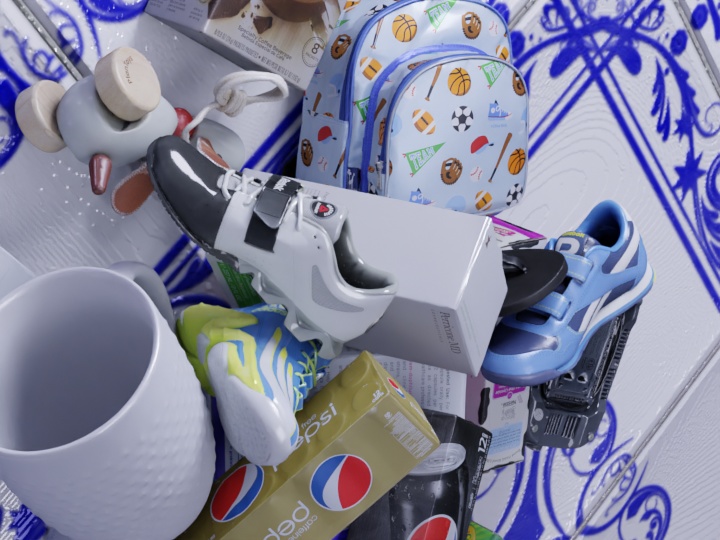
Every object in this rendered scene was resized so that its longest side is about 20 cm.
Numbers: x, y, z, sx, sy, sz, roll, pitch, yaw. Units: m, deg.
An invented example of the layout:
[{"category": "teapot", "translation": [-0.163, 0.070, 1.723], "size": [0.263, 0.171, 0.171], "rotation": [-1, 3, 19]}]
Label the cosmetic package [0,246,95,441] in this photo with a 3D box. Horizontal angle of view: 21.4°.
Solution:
[{"category": "cosmetic package", "translation": [-0.241, 0.065, 1.363], "size": [0.102, 0.074, 0.200], "rotation": [-56, 135, -11]}]

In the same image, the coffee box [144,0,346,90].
[{"category": "coffee box", "translation": [-0.057, -0.250, 1.398], "size": [0.113, 0.080, 0.201], "rotation": [25, 89, -44]}]

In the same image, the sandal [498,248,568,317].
[{"category": "sandal", "translation": [0.062, -0.003, 1.488], "size": [0.075, 0.199, 0.045], "rotation": [-60, 144, -47]}]

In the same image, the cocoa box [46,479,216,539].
[{"category": "cocoa box", "translation": [-0.128, 0.228, 1.487], "size": [0.200, 0.131, 0.134], "rotation": [24, 90, -45]}]

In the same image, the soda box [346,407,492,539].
[{"category": "soda box", "translation": [0.033, 0.203, 1.398], "size": [0.063, 0.070, 0.201], "rotation": [28, 74, -55]}]

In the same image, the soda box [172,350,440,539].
[{"category": "soda box", "translation": [-0.043, 0.152, 1.348], "size": [0.200, 0.068, 0.064], "rotation": [-41, 119, 5]}]

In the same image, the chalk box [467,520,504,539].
[{"category": "chalk box", "translation": [0.075, 0.284, 1.644], "size": [0.124, 0.200, 0.125], "rotation": [-54, 133, -12]}]

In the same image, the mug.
[{"category": "mug", "translation": [-0.168, 0.087, 1.303], "size": [0.176, 0.147, 0.201], "rotation": [65, 30, -50]}]

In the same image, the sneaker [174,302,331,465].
[{"category": "sneaker", "translation": [-0.058, 0.064, 1.333], "size": [0.104, 0.200, 0.076], "rotation": [-16, 119, -16]}]

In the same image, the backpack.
[{"category": "backpack", "translation": [0.041, -0.126, 1.497], "size": [0.199, 0.154, 0.192], "rotation": [-12, 104, -36]}]

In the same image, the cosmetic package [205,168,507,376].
[{"category": "cosmetic package", "translation": [0.000, 0.000, 1.412], "size": [0.108, 0.199, 0.085], "rotation": [68, 40, -56]}]

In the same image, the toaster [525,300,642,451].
[{"category": "toaster", "translation": [0.157, 0.050, 1.677], "size": [0.113, 0.129, 0.201], "rotation": [10, 100, -44]}]

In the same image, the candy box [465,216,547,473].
[{"category": "candy box", "translation": [0.081, 0.053, 1.604], "size": [0.061, 0.136, 0.201], "rotation": [-12, 113, -39]}]

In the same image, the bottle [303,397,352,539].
[{"category": "bottle", "translation": [-0.026, 0.197, 1.434], "size": [0.083, 0.065, 0.201], "rotation": [-11, 107, -49]}]

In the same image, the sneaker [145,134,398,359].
[{"category": "sneaker", "translation": [-0.055, -0.035, 1.303], "size": [0.200, 0.088, 0.074], "rotation": [42, 32, -17]}]

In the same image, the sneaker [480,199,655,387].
[{"category": "sneaker", "translation": [0.158, 0.018, 1.518], "size": [0.200, 0.074, 0.083], "rotation": [-42, 132, -36]}]

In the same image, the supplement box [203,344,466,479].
[{"category": "supplement box", "translation": [-0.023, 0.090, 1.491], "size": [0.199, 0.101, 0.104], "rotation": [-4, 112, -8]}]

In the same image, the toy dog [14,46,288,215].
[{"category": "toy dog", "translation": [-0.148, -0.084, 1.359], "size": [0.199, 0.132, 0.097], "rotation": [6, 65, -36]}]
